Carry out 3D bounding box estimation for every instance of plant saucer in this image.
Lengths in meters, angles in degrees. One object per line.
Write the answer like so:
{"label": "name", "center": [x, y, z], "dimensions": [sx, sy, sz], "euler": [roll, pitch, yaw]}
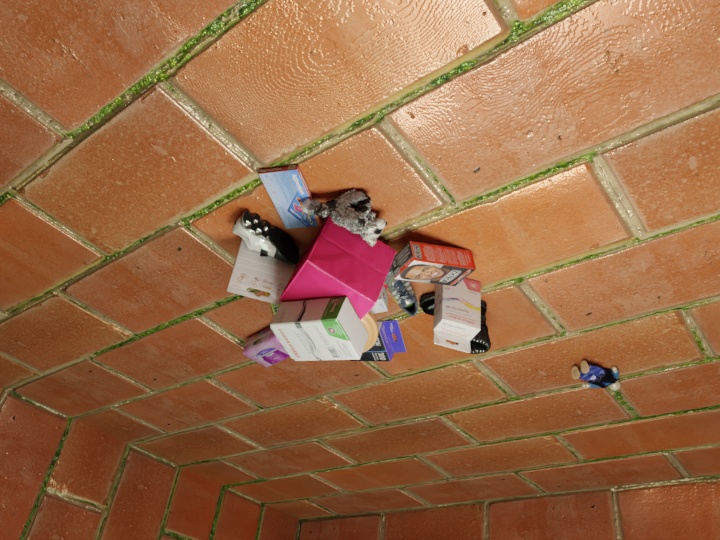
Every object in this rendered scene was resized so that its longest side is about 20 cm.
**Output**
{"label": "plant saucer", "center": [-0.048, 0.167, 1.753], "dimensions": [0.199, 0.032, 0.201], "euler": [7, 127, 9]}

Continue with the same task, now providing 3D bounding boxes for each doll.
{"label": "doll", "center": [0.784, 0.354, 2.036], "dimensions": [0.199, 0.049, 0.136], "euler": [21, 132, -27]}

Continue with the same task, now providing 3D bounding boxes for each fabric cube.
{"label": "fabric cube", "center": [-0.058, 0.012, 1.586], "dimensions": [0.199, 0.201, 0.196], "euler": [31, 138, -8]}

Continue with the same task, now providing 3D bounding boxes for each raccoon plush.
{"label": "raccoon plush", "center": [-0.033, -0.134, 1.536], "dimensions": [0.199, 0.097, 0.134], "euler": [17, 157, 21]}

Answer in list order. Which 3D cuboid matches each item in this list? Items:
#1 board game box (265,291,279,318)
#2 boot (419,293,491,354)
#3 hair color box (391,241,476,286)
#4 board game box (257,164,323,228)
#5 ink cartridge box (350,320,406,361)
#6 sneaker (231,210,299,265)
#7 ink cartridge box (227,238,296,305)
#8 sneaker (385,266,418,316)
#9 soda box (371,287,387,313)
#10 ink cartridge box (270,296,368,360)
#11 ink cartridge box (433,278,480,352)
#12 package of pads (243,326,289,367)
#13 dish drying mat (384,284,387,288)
{"label": "board game box", "center": [-0.168, 0.056, 1.731], "dimensions": [0.030, 0.199, 0.096], "euler": [34, 144, 46]}
{"label": "boot", "center": [0.270, 0.151, 1.772], "dimensions": [0.209, 0.159, 0.080], "euler": [6, 144, 3]}
{"label": "hair color box", "center": [0.190, -0.015, 1.604], "dimensions": [0.199, 0.062, 0.102], "euler": [7, 147, -28]}
{"label": "board game box", "center": [-0.170, -0.179, 1.534], "dimensions": [0.102, 0.020, 0.200], "euler": [-2, 142, 16]}
{"label": "ink cartridge box", "center": [0.040, 0.234, 2.025], "dimensions": [0.199, 0.044, 0.199], "euler": [-4, 141, 14]}
{"label": "sneaker", "center": [-0.253, -0.076, 1.648], "dimensions": [0.200, 0.074, 0.088], "euler": [39, 134, -21]}
{"label": "ink cartridge box", "center": [-0.261, 0.009, 1.648], "dimensions": [0.161, 0.201, 0.057], "euler": [15, 143, -9]}
{"label": "sneaker", "center": [0.119, 0.055, 1.723], "dimensions": [0.074, 0.081, 0.200], "euler": [-34, 138, 2]}
{"label": "soda box", "center": [-0.024, 0.091, 1.779], "dimensions": [0.199, 0.068, 0.064], "euler": [-11, 140, 13]}
{"label": "ink cartridge box", "center": [-0.102, 0.148, 1.532], "dimensions": [0.199, 0.083, 0.147], "euler": [-6, 131, 28]}
{"label": "ink cartridge box", "center": [0.265, 0.114, 1.688], "dimensions": [0.116, 0.201, 0.068], "euler": [15, 143, -10]}
{"label": "package of pads", "center": [-0.291, 0.251, 2.081], "dimensions": [0.120, 0.076, 0.199], "euler": [34, 136, -29]}
{"label": "dish drying mat", "center": [0.000, 0.000, 1.742], "dimensions": [0.199, 0.018, 0.077], "euler": [23, 140, -21]}
